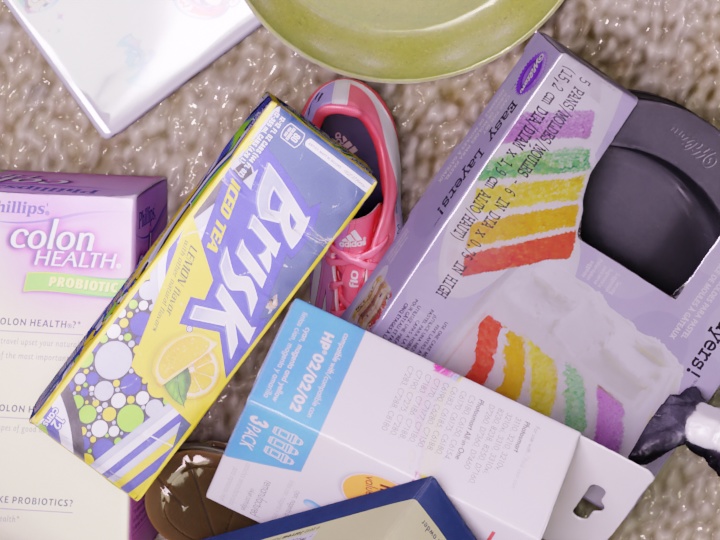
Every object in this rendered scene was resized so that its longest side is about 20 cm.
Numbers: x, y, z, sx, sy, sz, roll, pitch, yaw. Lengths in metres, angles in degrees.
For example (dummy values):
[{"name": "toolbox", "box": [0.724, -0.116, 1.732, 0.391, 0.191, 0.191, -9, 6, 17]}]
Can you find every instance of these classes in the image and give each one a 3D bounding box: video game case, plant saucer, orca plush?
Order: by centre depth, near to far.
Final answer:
[{"name": "orca plush", "box": [0.223, 0.133, 1.352, 0.199, 0.105, 0.072, 20, 113, 20]}, {"name": "plant saucer", "box": [0.024, -0.194, 1.401, 0.198, 0.031, 0.201, -3, 117, -5]}, {"name": "video game case", "box": [-0.122, -0.203, 1.447, 0.182, 0.024, 0.201, -36, 93, 10]}]

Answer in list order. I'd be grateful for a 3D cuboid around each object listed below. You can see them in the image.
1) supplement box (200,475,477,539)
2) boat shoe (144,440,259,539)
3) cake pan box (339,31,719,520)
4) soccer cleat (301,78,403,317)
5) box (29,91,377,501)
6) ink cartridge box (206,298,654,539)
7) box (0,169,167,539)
[{"name": "supplement box", "box": [-0.042, 0.228, 1.308, 0.199, 0.200, 0.135, -20, 112, 43]}, {"name": "boat shoe", "box": [-0.021, 0.139, 1.461, 0.199, 0.066, 0.074, 28, 99, -11]}, {"name": "cake pan box", "box": [0.116, 0.002, 1.406, 0.184, 0.052, 0.201, 32, 99, -22]}, {"name": "soccer cleat", "box": [0.000, 0.000, 1.434, 0.066, 0.076, 0.202, -6, 97, 7]}, {"name": "box", "box": [-0.078, 0.011, 1.362, 0.070, 0.064, 0.200, 37, 94, -9]}, {"name": "ink cartridge box", "box": [0.033, 0.107, 1.368, 0.199, 0.115, 0.068, 25, 58, 0]}, {"name": "box", "box": [-0.197, 0.049, 1.453, 0.174, 0.097, 0.202, 2, 99, 6]}]
